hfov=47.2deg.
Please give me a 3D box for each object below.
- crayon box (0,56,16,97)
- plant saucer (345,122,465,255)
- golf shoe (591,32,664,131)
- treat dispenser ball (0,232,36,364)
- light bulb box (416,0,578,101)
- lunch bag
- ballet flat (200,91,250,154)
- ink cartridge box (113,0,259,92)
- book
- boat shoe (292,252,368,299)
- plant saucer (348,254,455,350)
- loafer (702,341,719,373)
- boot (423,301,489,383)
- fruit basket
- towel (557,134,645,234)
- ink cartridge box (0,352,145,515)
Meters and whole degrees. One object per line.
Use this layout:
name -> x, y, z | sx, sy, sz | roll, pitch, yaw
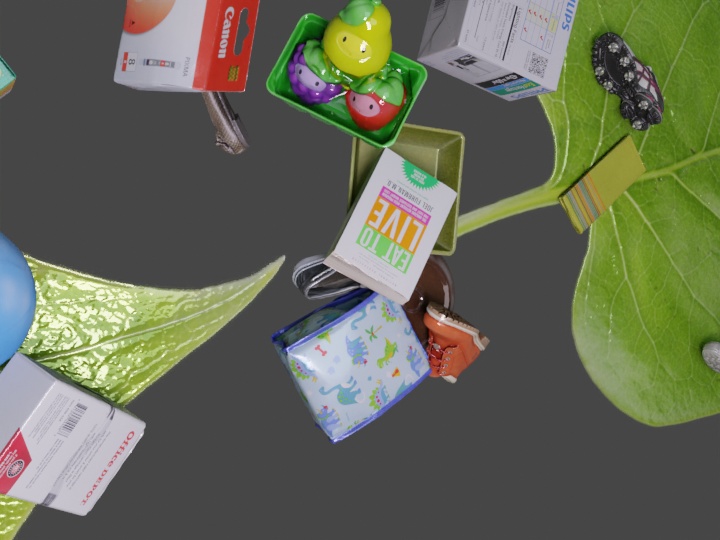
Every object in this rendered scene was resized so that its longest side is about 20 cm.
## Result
crayon box -> -0.510, -0.185, 0.977 | 0.200, 0.119, 0.058 | -43, 110, -18
plant saucer -> 0.063, -0.130, 1.305 | 0.200, 0.048, 0.200 | 4, 92, -26
golf shoe -> 0.488, -0.352, 1.499 | 0.200, 0.077, 0.088 | 54, 51, -22
treat dispenser ball -> -0.485, 0.033, 0.958 | 0.201, 0.201, 0.201 | -2, 94, -26
light bulb box -> 0.224, -0.403, 1.324 | 0.200, 0.125, 0.198 | 17, 85, -27
lunch bag -> -0.008, 0.129, 1.245 | 0.200, 0.127, 0.170 | -29, 106, -12
ballet flat -> -0.217, -0.254, 1.158 | 0.046, 0.067, 0.200 | -23, 109, 10
ink cartridge box -> -0.227, -0.314, 1.071 | 0.050, 0.200, 0.162 | 11, 89, -56
book -> 0.048, -0.066, 1.213 | 0.134, 0.048, 0.200 | 30, 63, -10
boat shoe -> 0.000, 0.000, 1.234 | 0.200, 0.071, 0.072 | -20, 133, -7
plant saucer -> 0.077, 0.046, 1.331 | 0.200, 0.037, 0.201 | -2, 93, -27
loafer -> 0.759, 0.182, 1.665 | 0.200, 0.070, 0.070 | 30, 75, -33
boot -> 0.136, 0.120, 1.309 | 0.107, 0.075, 0.200 | -52, 147, -2
fruit basket -> -0.014, -0.279, 1.146 | 0.216, 0.216, 0.156 | 31, 80, -25
towel -> 0.445, -0.159, 1.513 | 0.200, 0.018, 0.086 | -41, 115, -19
ink cartridge box -> -0.386, 0.210, 1.033 | 0.144, 0.084, 0.200 | -57, 150, -12
